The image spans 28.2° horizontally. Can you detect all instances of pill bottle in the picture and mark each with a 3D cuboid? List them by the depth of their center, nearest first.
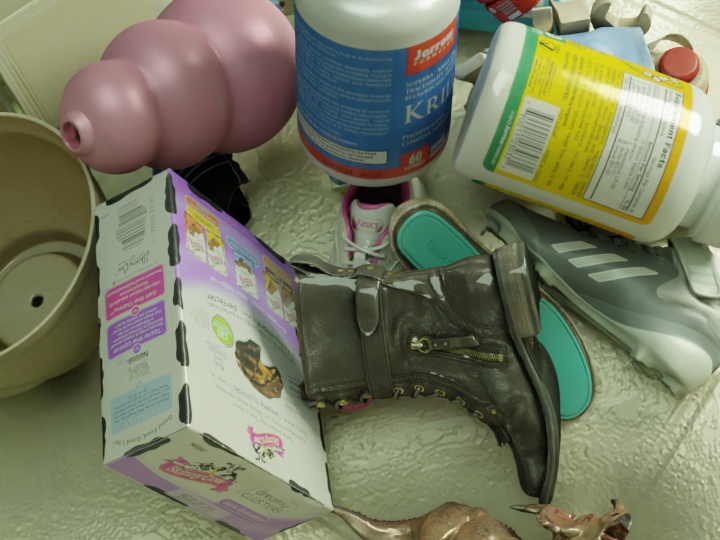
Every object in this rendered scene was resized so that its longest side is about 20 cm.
[{"bbox_3d":[0.011,-0.163,0.965,0.111,0.201,0.113,0,51,0],"label":"pill bottle"},{"bbox_3d":[0.171,-0.086,0.977,0.198,0.113,0.114,19,67,-1],"label":"pill bottle"}]

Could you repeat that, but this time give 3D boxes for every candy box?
[{"bbox_3d":[-0.101,0.060,0.975,0.071,0.168,0.202,-24,53,21],"label":"candy box"}]

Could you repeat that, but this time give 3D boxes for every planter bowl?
[{"bbox_3d":[-0.261,0.003,1.064,0.198,0.135,0.203,-6,65,14],"label":"planter bowl"}]

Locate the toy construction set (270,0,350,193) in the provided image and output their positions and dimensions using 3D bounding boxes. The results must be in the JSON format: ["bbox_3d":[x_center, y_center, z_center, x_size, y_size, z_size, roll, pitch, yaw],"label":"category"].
[{"bbox_3d":[-0.023,-0.173,1.138,0.131,0.092,0.201,-37,79,-3],"label":"toy construction set"}]

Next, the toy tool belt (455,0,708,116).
[{"bbox_3d":[0.169,-0.145,1.074,0.198,0.123,0.126,-16,62,1],"label":"toy tool belt"}]

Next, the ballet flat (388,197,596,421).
[{"bbox_3d":[0.095,0.022,1.021,0.068,0.067,0.200,-40,102,3],"label":"ballet flat"}]

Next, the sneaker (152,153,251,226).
[{"bbox_3d":[-0.126,-0.076,1.129,0.077,0.070,0.202,-2,63,-7],"label":"sneaker"}]

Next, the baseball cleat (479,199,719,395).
[{"bbox_3d":[0.186,-0.002,1.032,0.200,0.070,0.107,42,85,14],"label":"baseball cleat"}]

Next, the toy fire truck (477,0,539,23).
[{"bbox_3d":[0.107,-0.303,1.098,0.141,0.049,0.201,37,58,-19],"label":"toy fire truck"}]

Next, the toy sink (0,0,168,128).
[{"bbox_3d":[-0.264,-0.190,1.161,0.199,0.113,0.130,-36,41,-12],"label":"toy sink"}]

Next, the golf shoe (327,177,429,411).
[{"bbox_3d":[0.000,0.000,1.051,0.074,0.092,0.202,7,67,11],"label":"golf shoe"}]

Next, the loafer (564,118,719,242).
[{"bbox_3d":[0.247,-0.072,1.058,0.198,0.063,0.072,-20,61,0],"label":"loafer"}]

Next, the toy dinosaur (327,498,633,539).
[{"bbox_3d":[0.080,0.188,0.954,0.199,0.086,0.136,20,57,36],"label":"toy dinosaur"}]

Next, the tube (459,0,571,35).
[{"bbox_3d":[0.081,-0.227,1.175,0.198,0.051,0.078,15,61,27],"label":"tube"}]

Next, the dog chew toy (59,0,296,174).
[{"bbox_3d":[-0.133,-0.130,1.031,0.124,0.125,0.199,35,42,23],"label":"dog chew toy"}]

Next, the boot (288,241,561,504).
[{"bbox_3d":[0.044,0.073,0.976,0.172,0.069,0.202,-10,104,11],"label":"boot"}]
